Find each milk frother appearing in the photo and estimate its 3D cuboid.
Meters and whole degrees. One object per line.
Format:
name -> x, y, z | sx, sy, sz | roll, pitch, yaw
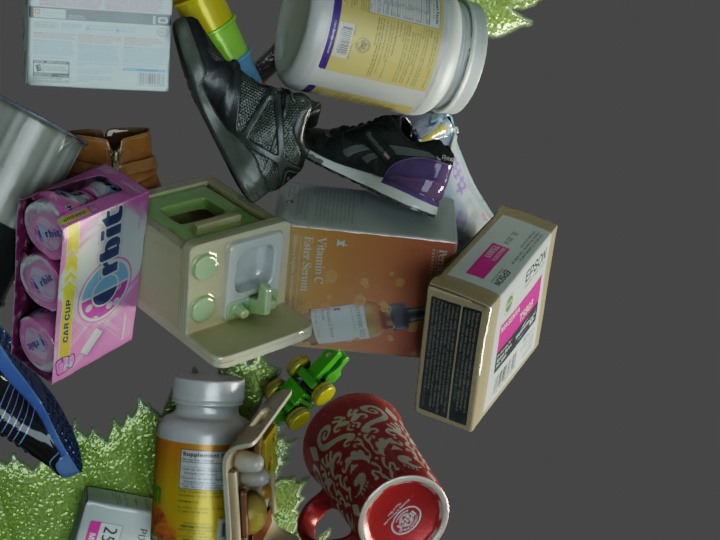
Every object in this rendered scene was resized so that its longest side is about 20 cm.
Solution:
milk frother -> -0.395, -0.089, 1.205 | 0.180, 0.200, 0.189 | 26, 87, 7

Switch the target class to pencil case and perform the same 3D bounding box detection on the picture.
pencil case -> 0.098, -0.086, 1.448 | 0.090, 0.083, 0.201 | -25, 114, 5

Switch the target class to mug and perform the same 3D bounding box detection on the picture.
mug -> 0.016, 0.264, 1.470 | 0.132, 0.200, 0.179 | 9, 104, -20

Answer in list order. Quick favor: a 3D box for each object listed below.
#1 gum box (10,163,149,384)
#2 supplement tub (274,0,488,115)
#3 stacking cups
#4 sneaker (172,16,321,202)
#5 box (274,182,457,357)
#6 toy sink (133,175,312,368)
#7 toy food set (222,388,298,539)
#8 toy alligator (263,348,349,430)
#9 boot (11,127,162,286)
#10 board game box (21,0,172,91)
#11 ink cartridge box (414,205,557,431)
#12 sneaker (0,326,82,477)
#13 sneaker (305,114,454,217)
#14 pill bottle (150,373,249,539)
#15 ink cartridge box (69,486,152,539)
gum box -> -0.280, -0.001, 1.249 | 0.113, 0.066, 0.201 | -32, 144, -47
supplement tub -> 0.021, -0.247, 1.339 | 0.198, 0.145, 0.147 | 10, 104, -20
stacking cups -> -0.137, -0.208, 1.349 | 0.060, 0.061, 0.201 | -27, 114, -8
sneaker -> -0.114, -0.183, 1.296 | 0.114, 0.076, 0.200 | -29, 94, -7
box -> 0.000, 0.000, 1.390 | 0.198, 0.107, 0.153 | 5, 118, 0
toy sink -> -0.151, -0.007, 1.295 | 0.130, 0.200, 0.113 | -18, 127, -38
toy food set -> -0.100, 0.250, 1.404 | 0.060, 0.144, 0.202 | 5, 110, 13
toy alligator -> -0.049, 0.127, 1.489 | 0.200, 0.059, 0.054 | -45, 154, 0
boot -> -0.302, -0.068, 1.325 | 0.198, 0.077, 0.156 | -9, 116, -20
board game box -> -0.267, -0.290, 1.280 | 0.146, 0.064, 0.202 | 1, 108, -19
ink cartridge box -> 0.138, 0.050, 1.361 | 0.075, 0.200, 0.166 | 20, 126, 22
sneaker -> -0.384, 0.155, 1.387 | 0.077, 0.070, 0.201 | -27, 110, 2
sneaker -> 0.016, -0.134, 1.367 | 0.076, 0.199, 0.088 | 10, 105, -63
pill bottle -> -0.179, 0.222, 1.434 | 0.110, 0.111, 0.202 | 4, 91, -18
ink cartridge box -> -0.271, 0.370, 1.501 | 0.172, 0.044, 0.201 | 14, 102, -20
